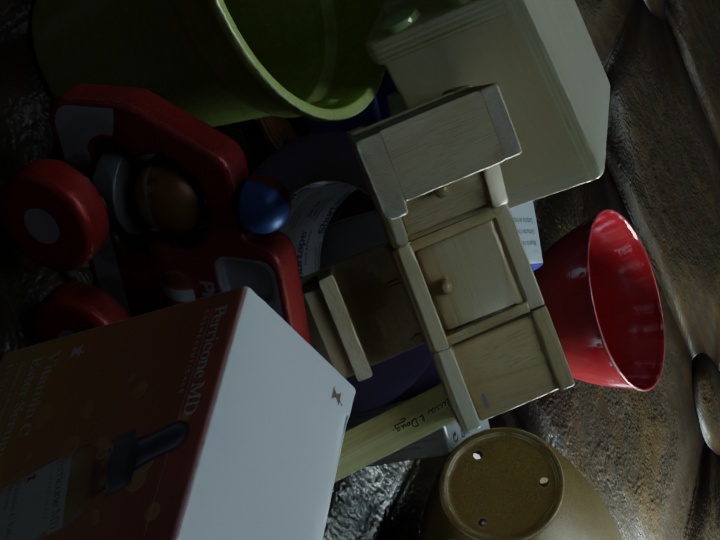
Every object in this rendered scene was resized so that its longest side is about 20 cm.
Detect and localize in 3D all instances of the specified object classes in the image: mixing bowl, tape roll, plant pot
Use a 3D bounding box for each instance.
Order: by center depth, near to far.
[{"bbox_3d":[-0.111,-0.170,0.803,0.200,0.183,0.203,29,54,-48],"label":"plant pot"},{"bbox_3d":[0.000,0.000,0.890,0.085,0.198,0.202,-6,82,-57],"label":"tape roll"},{"bbox_3d":[0.122,0.213,0.943,0.201,0.184,0.188,72,23,-53],"label":"plant pot"},{"bbox_3d":[0.248,0.042,1.333,0.199,0.108,0.202,26,58,-50],"label":"mixing bowl"}]

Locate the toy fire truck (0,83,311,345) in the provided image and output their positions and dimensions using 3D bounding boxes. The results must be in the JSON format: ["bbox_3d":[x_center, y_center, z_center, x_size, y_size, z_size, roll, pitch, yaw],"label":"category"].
[{"bbox_3d":[-0.111,-0.015,0.732,0.112,0.166,0.202,-54,145,-51],"label":"toy fire truck"}]

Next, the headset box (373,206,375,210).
[{"bbox_3d":[0.077,0.002,1.119,0.148,0.074,0.202,38,48,-44],"label":"headset box"}]

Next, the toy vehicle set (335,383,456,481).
[{"bbox_3d":[0.044,0.104,0.861,0.027,0.198,0.124,63,-5,9],"label":"toy vehicle set"}]

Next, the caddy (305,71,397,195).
[{"bbox_3d":[0.031,-0.163,1.053,0.141,0.104,0.202,37,49,-46],"label":"caddy"}]

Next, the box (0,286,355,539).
[{"bbox_3d":[-0.121,0.117,0.660,0.106,0.198,0.153,46,42,-37],"label":"box"}]

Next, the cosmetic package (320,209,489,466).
[{"bbox_3d":[0.025,0.053,0.989,0.081,0.112,0.202,-4,82,-58],"label":"cosmetic package"}]

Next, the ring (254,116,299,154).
[{"bbox_3d":[-0.046,-0.163,1.050,0.200,0.019,0.203,28,55,-50],"label":"ring"}]

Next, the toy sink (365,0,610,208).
[{"bbox_3d":[0.081,-0.159,0.818,0.201,0.111,0.131,59,28,-27],"label":"toy sink"}]

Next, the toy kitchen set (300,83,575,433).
[{"bbox_3d":[0.027,0.016,0.705,0.180,0.162,0.202,-108,175,-82],"label":"toy kitchen set"}]

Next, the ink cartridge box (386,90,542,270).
[{"bbox_3d":[0.097,-0.044,0.995,0.196,0.043,0.202,-6,84,-62],"label":"ink cartridge box"}]
